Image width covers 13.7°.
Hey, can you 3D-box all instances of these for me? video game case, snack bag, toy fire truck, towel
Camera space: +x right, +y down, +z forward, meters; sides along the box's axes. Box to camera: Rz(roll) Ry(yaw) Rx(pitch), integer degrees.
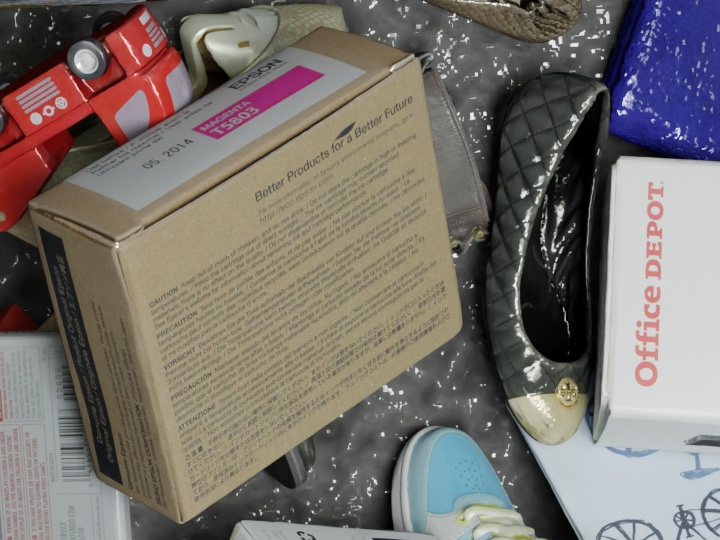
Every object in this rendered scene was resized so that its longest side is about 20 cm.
[{"bbox_3d":[-0.205,0.131,1.508,0.181,0.023,0.201,-2,100,6],"label":"video game case"},{"bbox_3d":[0.200,0.123,1.628,0.188,0.021,0.201,-14,54,-19],"label":"snack bag"},{"bbox_3d":[-0.152,-0.029,1.494,0.199,0.049,0.141,-28,104,22],"label":"toy fire truck"},{"bbox_3d":[0.233,-0.111,1.680,0.199,0.050,0.149,22,82,-20],"label":"towel"}]

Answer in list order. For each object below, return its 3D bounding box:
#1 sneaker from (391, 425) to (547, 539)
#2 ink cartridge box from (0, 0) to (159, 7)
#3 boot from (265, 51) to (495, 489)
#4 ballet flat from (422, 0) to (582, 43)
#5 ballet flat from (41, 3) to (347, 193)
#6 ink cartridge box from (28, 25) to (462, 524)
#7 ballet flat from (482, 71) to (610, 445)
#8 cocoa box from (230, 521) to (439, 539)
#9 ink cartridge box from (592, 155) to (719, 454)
[{"bbox_3d":[0.089,0.152,1.567,0.079,0.131,0.201,-3,62,-34],"label":"sneaker"},{"bbox_3d":[-0.165,-0.171,1.460,0.174,0.200,0.084,-3,94,-18],"label":"ink cartridge box"},{"bbox_3d":[0.000,0.000,1.597,0.173,0.069,0.201,-20,106,-25],"label":"boot"},{"bbox_3d":[0.031,-0.171,1.607,0.199,0.046,0.068,21,85,-18],"label":"ballet flat"},{"bbox_3d":[-0.092,-0.095,1.554,0.200,0.067,0.063,-35,127,-14],"label":"ballet flat"},{"bbox_3d":[-0.051,-0.001,1.458,0.200,0.075,0.166,-33,127,-32],"label":"ink cartridge box"},{"bbox_3d":[0.103,-0.007,1.611,0.066,0.057,0.201,-1,90,-44],"label":"ballet flat"},{"bbox_3d":[0.012,0.233,1.471,0.133,0.200,0.132,8,113,-35],"label":"cocoa box"},{"bbox_3d":[0.226,0.023,1.610,0.199,0.084,0.145,4,73,-1],"label":"ink cartridge box"}]
